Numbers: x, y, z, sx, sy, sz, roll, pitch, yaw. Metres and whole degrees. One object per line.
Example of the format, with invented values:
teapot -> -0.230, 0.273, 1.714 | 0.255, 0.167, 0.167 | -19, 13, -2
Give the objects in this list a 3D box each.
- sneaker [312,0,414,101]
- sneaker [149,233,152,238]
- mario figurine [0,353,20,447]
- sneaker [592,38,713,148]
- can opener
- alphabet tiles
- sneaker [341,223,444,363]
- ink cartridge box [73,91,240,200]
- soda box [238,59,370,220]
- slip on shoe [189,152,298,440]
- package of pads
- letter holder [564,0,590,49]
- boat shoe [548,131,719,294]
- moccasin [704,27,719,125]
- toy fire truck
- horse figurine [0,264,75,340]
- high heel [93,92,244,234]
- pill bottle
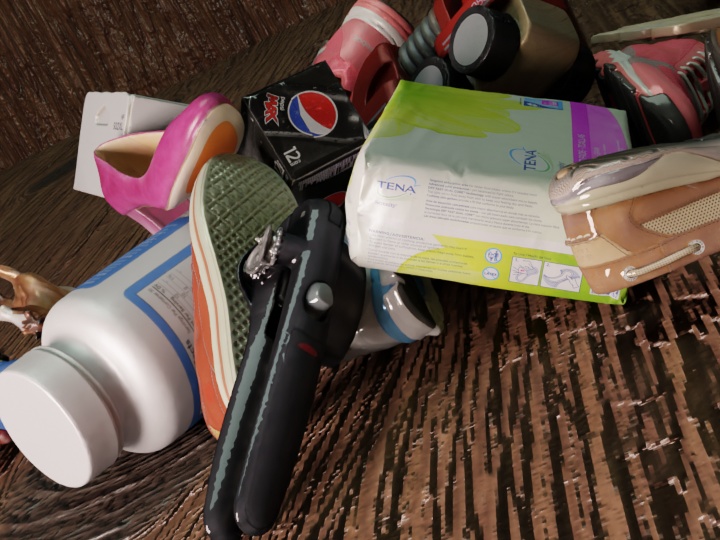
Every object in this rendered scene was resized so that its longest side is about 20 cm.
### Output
sneaker -> -0.022, -0.156, 1.139 | 0.087, 0.074, 0.200 | -51, -1, -21
sneaker -> -0.121, -0.004, 1.063 | 0.108, 0.070, 0.200 | -17, 17, 21
mario figurine -> -0.244, 0.072, 0.941 | 0.200, 0.124, 0.106 | -9, 36, 38
sneaker -> 0.208, -0.125, 0.894 | 0.087, 0.074, 0.200 | -22, 17, 8
can opener -> -0.038, 0.047, 0.689 | 0.063, 0.079, 0.200 | -44, 24, 46
alphabet tiles -> 0.281, -0.187, 0.996 | 0.195, 0.015, 0.200 | -14, 11, -20
sneaker -> 0.000, 0.000, 0.850 | 0.087, 0.075, 0.200 | -30, 14, 14
ink cartridge box -> -0.116, -0.086, 1.089 | 0.200, 0.084, 0.145 | 8, 3, -26
soda box -> -0.043, -0.057, 0.925 | 0.063, 0.071, 0.200 | -26, -17, -17
slip on shoe -> -0.070, 0.014, 0.782 | 0.061, 0.074, 0.200 | -47, 41, 43
package of pads -> 0.077, -0.053, 0.775 | 0.154, 0.068, 0.200 | 8, 21, 5
letter holder -> 0.101, -0.179, 1.110 | 0.100, 0.142, 0.200 | -17, 19, 32
boat shoe -> 0.192, -0.036, 0.644 | 0.200, 0.072, 0.076 | -13, 4, 3
moccasin -> 0.247, -0.106, 0.772 | 0.078, 0.074, 0.201 | -16, 14, 7
toy fire truck -> 0.047, -0.172, 0.961 | 0.176, 0.129, 0.200 | -47, 44, 38
horse figurine -> -0.237, 0.033, 1.033 | 0.132, 0.200, 0.050 | 20, 80, 24
high heel -> -0.136, -0.086, 0.892 | 0.067, 0.096, 0.200 | -42, -5, -20
pill bottle -> -0.126, 0.043, 0.839 | 0.112, 0.112, 0.200 | -9, 23, 48
